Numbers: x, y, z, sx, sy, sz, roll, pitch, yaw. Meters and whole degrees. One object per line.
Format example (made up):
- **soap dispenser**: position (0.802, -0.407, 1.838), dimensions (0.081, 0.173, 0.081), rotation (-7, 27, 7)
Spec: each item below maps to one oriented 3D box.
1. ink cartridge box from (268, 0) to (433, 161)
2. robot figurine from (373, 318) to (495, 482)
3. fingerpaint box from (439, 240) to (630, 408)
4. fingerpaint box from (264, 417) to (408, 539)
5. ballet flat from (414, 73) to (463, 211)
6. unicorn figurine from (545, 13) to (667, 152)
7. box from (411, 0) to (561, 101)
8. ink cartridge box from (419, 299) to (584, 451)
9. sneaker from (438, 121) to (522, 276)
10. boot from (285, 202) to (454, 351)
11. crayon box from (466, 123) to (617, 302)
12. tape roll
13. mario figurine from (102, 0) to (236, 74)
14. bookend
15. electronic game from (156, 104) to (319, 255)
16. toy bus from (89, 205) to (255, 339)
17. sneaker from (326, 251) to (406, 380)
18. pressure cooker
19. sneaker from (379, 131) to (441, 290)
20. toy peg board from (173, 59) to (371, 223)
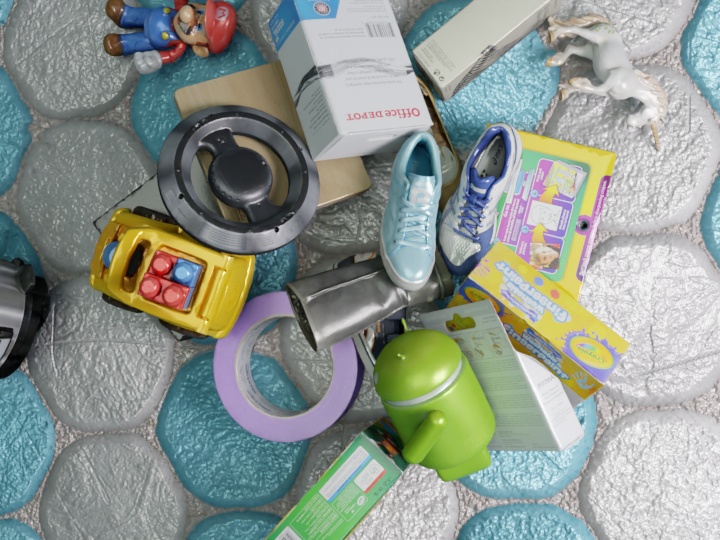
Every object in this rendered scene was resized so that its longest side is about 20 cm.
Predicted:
- **ink cartridge box**: position (-0.014, -0.251, 1.103), dimensions (0.144, 0.084, 0.201), rotation (-12, 78, -33)
- **robot figurine**: position (0.090, 0.157, 1.047), dimensions (0.115, 0.176, 0.201), rotation (-22, 113, 15)
- **fingerpaint box**: position (0.205, 0.082, 1.074), dimensions (0.200, 0.167, 0.073), rotation (39, 62, 9)
- **fingerpaint box**: position (-0.024, 0.292, 1.100), dimensions (0.073, 0.167, 0.200), rotation (42, 94, 10)
- **ballet flat**: position (0.088, -0.172, 1.157), dimensions (0.068, 0.063, 0.201), rotation (-23, 85, 5)
- **unicorn figurine**: position (0.317, -0.253, 1.110), dimensions (0.136, 0.074, 0.201), rotation (-7, 78, -10)
- **box**: position (0.167, -0.318, 1.141), dimensions (0.200, 0.082, 0.069), rotation (-38, 82, 7)
- **ink cartridge box**: position (0.171, 0.128, 1.075), dimensions (0.057, 0.162, 0.201), rotation (-23, 92, -30)
- **sneaker**: position (0.141, -0.092, 1.078), dimensions (0.075, 0.088, 0.201), rotation (18, 93, 14)
- **boot**: position (-0.001, -0.002, 1.103), dimensions (0.199, 0.073, 0.182), rotation (-20, 56, -9)
- **crayon box**: position (0.224, -0.073, 1.133), dimensions (0.171, 0.058, 0.201), rotation (15, 91, 13)
- **tape roll**: position (-0.096, 0.129, 1.177), dimensions (0.199, 0.066, 0.202), rotation (0, 88, 8)
- **mario figurine**: position (-0.268, -0.347, 1.197), dimensions (0.199, 0.106, 0.124), rotation (1, 123, 17)
- **bookend**: position (-0.221, -0.043, 1.189), dimensions (0.200, 0.092, 0.199), rotation (-37, 87, 2)
- **electronic game**: position (-0.146, -0.112, 1.049), dimensions (0.199, 0.042, 0.201), rotation (7, 66, -16)
- **toy bus**: position (-0.245, 0.003, 1.048), dimensions (0.199, 0.192, 0.137), rotation (20, 91, 2)
- **sneaker**: position (0.028, 0.070, 1.151), dimensions (0.079, 0.078, 0.201), rotation (-26, 83, 13)
- **pressure cooker**: position (-0.535, 0.058, 1.188), dimensions (0.175, 0.200, 0.180), rotation (3, 77, 41)
- **sneaker**: position (0.063, -0.079, 1.060), dimensions (0.073, 0.082, 0.201), rotation (2, 70, -5)
- **toy peg board**: position (-0.121, -0.156, 1.143), dimensions (0.198, 0.098, 0.201), rotation (-21, 83, -19)
